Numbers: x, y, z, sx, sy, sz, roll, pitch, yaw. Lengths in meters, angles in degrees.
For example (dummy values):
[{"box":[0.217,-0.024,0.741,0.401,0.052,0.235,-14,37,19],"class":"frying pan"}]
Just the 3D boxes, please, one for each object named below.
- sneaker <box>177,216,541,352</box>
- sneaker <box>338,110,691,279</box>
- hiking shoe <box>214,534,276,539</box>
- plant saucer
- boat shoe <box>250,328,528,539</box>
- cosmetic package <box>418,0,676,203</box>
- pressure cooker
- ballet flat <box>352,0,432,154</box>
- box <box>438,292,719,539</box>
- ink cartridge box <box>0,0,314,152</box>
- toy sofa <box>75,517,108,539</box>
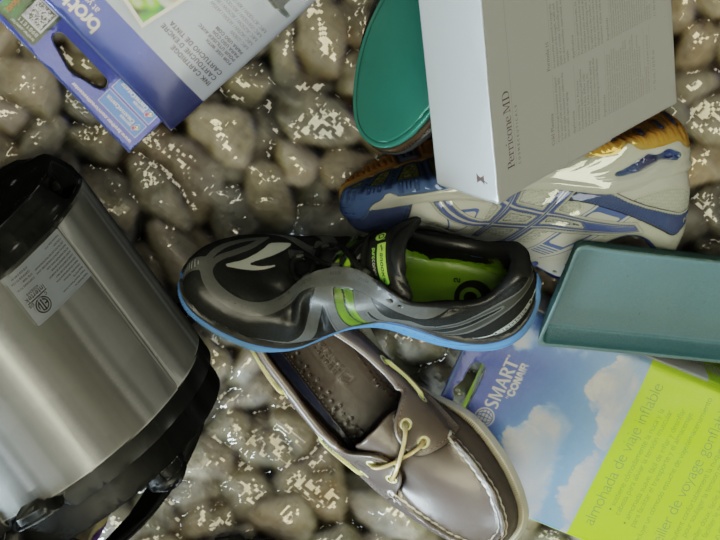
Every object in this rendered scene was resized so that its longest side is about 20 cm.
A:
[{"box":[0.000,0.000,1.380,0.198,0.071,0.083,2,149,-3],"class":"sneaker"},{"box":[0.089,-0.031,1.425,0.198,0.075,0.089,-8,113,1],"class":"sneaker"},{"box":[-0.103,0.226,1.516,0.199,0.076,0.101,-16,119,12],"class":"hiking shoe"},{"box":[0.198,0.019,1.448,0.199,0.019,0.070,7,124,-22],"class":"plant saucer"},{"box":[0.012,0.085,1.433,0.200,0.059,0.072,47,109,6],"class":"boat shoe"},{"box":[0.097,-0.157,1.337,0.150,0.051,0.201,-30,125,-39],"class":"cosmetic package"},{"box":[-0.176,0.062,1.388,0.175,0.179,0.200,-35,108,6],"class":"pressure cooker"},{"box":[0.050,-0.160,1.378,0.073,0.073,0.201,12,105,-8],"class":"ballet flat"},{"box":[0.138,0.094,1.487,0.199,0.048,0.123,22,106,-10],"class":"box"},{"box":[-0.094,-0.165,1.384,0.200,0.042,0.119,-40,107,13],"class":"ink cartridge box"},{"box":[-0.205,0.194,1.423,0.097,0.200,0.083,12,109,-2],"class":"toy sofa"}]
